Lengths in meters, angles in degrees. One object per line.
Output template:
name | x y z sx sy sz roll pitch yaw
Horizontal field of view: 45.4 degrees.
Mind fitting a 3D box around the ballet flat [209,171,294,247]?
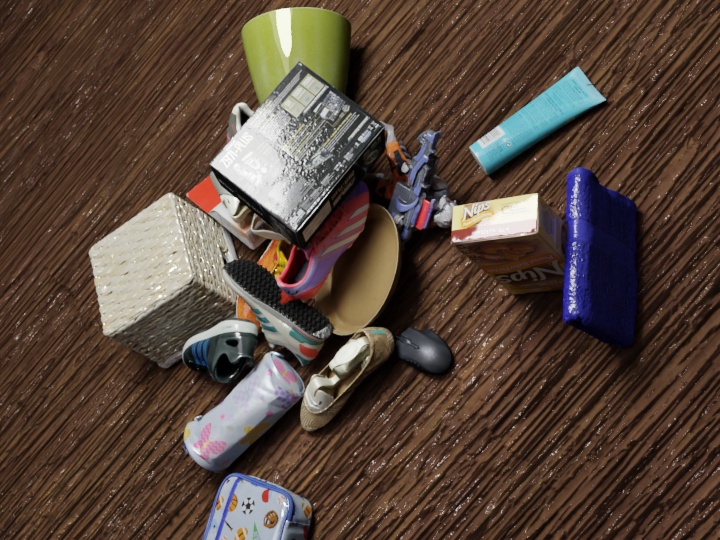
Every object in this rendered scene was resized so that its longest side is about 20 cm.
ballet flat | -0.166 -0.094 1.333 0.198 0.068 0.064 26 73 19

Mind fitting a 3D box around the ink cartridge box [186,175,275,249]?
ink cartridge box | -0.185 -0.143 1.445 0.162 0.050 0.199 -41 56 -18

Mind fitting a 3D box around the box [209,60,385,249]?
box | -0.086 -0.162 1.226 0.163 0.086 0.201 37 80 11

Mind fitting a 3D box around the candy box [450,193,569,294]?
candy box | 0.210 -0.029 1.105 0.114 0.200 0.056 -6 67 32

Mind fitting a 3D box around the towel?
towel | 0.299 -0.013 1.090 0.049 0.147 0.203 -13 63 44

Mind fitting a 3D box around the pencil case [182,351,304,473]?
pencil case | -0.176 0.215 1.303 0.200 0.083 0.091 -41 51 8

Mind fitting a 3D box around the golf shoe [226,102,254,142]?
golf shoe | -0.145 -0.174 1.357 0.077 0.088 0.200 -38 77 -18

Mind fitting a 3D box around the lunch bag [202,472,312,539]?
lunch bag | -0.162 0.399 1.225 0.159 0.075 0.202 10 74 35

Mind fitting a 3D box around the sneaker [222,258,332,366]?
sneaker | -0.139 0.069 1.306 0.199 0.070 0.094 35 126 12

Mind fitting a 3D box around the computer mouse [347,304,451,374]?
computer mouse | 0.051 0.093 1.253 0.199 0.034 0.059 26 85 36

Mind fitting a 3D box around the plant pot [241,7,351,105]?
plant pot | -0.100 -0.301 1.432 0.185 0.187 0.203 -8 82 27

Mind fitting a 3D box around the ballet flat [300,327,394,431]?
ballet flat | -0.035 0.152 1.242 0.200 0.065 0.071 -50 51 14

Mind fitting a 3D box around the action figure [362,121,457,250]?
action figure | 0.087 -0.143 1.282 0.194 0.104 0.201 50 135 28

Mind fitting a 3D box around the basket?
basket | -0.313 0.016 1.419 0.199 0.161 0.200 -30 57 14

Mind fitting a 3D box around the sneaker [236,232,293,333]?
sneaker | -0.139 0.007 1.361 0.202 0.072 0.077 -66 17 -6

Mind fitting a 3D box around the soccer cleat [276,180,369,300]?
soccer cleat | -0.053 -0.048 1.264 0.066 0.076 0.201 33 94 29

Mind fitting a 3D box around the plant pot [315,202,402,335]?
plant pot | 0.000 0.000 1.285 0.199 0.027 0.203 -27 54 45

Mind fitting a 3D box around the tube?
tube | 0.254 -0.217 1.260 0.199 0.050 0.078 -34 61 8

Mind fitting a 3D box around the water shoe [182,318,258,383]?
water shoe | -0.225 0.137 1.330 0.200 0.071 0.080 -35 48 50
